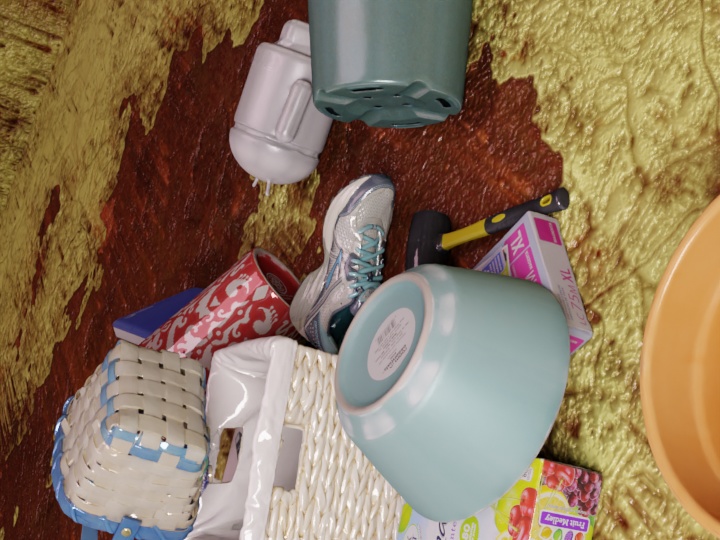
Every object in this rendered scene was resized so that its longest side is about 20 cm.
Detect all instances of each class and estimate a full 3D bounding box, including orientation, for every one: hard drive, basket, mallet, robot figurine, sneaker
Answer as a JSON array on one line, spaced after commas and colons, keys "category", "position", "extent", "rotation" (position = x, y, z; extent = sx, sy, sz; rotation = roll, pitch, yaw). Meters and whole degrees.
[{"category": "hard drive", "position": [-0.227, 0.062, 1.485], "extent": [0.199, 0.130, 0.026], "rotation": [7, 118, 61]}, {"category": "basket", "position": [-0.211, 0.183, 1.042], "extent": [0.201, 0.137, 0.178], "rotation": [-54, 28, 27]}, {"category": "mallet", "position": [0.110, -0.047, 1.034], "extent": [0.199, 0.041, 0.067], "rotation": [-29, 50, 47]}, {"category": "basket", "position": [-0.057, 0.177, 1.066], "extent": [0.199, 0.158, 0.202], "rotation": [-16, 63, 64]}, {"category": "robot figurine", "position": [-0.087, -0.189, 1.366], "extent": [0.170, 0.111, 0.203], "rotation": [-130, 58, -80]}, {"category": "sneaker", "position": [0.000, 0.000, 1.180], "extent": [0.086, 0.077, 0.203], "rotation": [47, 125, 44]}]

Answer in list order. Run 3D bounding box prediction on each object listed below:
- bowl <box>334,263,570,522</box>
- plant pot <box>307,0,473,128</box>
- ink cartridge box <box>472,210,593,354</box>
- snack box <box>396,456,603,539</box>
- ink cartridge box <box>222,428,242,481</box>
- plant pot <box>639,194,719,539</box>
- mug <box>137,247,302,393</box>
[{"category": "bowl", "position": [0.053, 0.076, 0.883], "extent": [0.201, 0.104, 0.203], "rotation": [-42, 32, 34]}, {"category": "plant pot", "position": [0.028, -0.254, 1.131], "extent": [0.199, 0.197, 0.200], "rotation": [-12, 73, 58]}, {"category": "ink cartridge box", "position": [0.107, 0.060, 0.978], "extent": [0.201, 0.041, 0.121], "rotation": [-51, 36, 38]}, {"category": "snack box", "position": [0.091, 0.237, 0.887], "extent": [0.168, 0.067, 0.204], "rotation": [2, 77, 61]}, {"category": "ink cartridge box", "position": [-0.138, 0.249, 1.313], "extent": [0.175, 0.044, 0.204], "rotation": [8, 83, 60]}, {"category": "plant pot", "position": [0.264, 0.052, 0.598], "extent": [0.199, 0.138, 0.204], "rotation": [-35, 48, 50]}, {"category": "mug", "position": [-0.154, 0.072, 1.311], "extent": [0.200, 0.133, 0.178], "rotation": [-42, 16, 13]}]
